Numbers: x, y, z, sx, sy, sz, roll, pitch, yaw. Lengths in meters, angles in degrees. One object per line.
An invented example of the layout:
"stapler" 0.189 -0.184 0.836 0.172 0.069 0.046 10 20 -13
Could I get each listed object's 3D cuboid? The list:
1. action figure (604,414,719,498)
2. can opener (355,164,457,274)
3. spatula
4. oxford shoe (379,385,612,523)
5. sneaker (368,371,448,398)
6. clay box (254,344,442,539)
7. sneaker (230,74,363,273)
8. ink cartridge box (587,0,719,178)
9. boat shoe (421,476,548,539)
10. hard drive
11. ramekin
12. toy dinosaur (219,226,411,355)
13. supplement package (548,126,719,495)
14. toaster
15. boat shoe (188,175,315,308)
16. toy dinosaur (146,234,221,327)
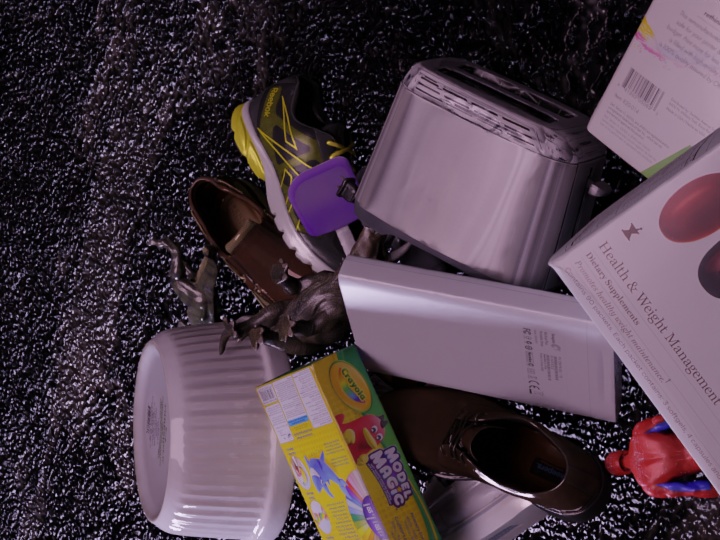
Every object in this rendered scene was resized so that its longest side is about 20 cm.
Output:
"action figure" 0.256 0.123 1.073 0.200 0.052 0.065 -13 83 38
"can opener" 0.070 -0.009 1.241 0.067 0.053 0.200 -32 71 8
"spatula" 0.000 0.000 1.262 0.021 0.056 0.200 -106 -8 -68
"oxford shoe" 0.086 0.123 1.157 0.200 0.084 0.073 14 77 33
"sneaker" 0.019 0.118 1.291 0.200 0.078 0.082 -11 85 35
"clay box" -0.004 0.165 1.212 0.115 0.048 0.200 -26 89 61
"sneaker" -0.035 -0.077 1.302 0.085 0.074 0.200 -41 75 29
"ink cartridge box" 0.249 -0.147 1.023 0.117 0.067 0.200 44 125 29
"boat shoe" 0.082 0.190 1.240 0.200 0.072 0.069 -43 59 41
"hard drive" 0.090 0.050 1.134 0.200 0.027 0.132 10 148 17
"ramekin" -0.132 0.140 1.355 0.200 0.105 0.200 180 90 -71
"toy dinosaur" -0.041 0.039 1.228 0.200 0.102 0.077 -45 52 38
"supplement package" 0.260 0.000 0.922 0.200 0.147 0.191 -38 88 26
"toaster" 0.086 -0.074 1.150 0.200 0.114 0.129 29 112 24
"boat shoe" -0.087 -0.013 1.338 0.075 0.075 0.202 -53 53 9
"toy dinosaur" -0.155 0.013 1.429 0.088 0.047 0.200 52 154 28
